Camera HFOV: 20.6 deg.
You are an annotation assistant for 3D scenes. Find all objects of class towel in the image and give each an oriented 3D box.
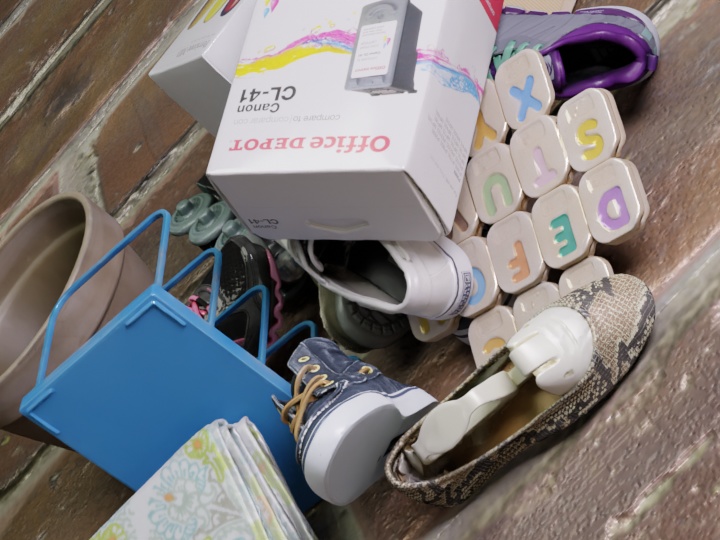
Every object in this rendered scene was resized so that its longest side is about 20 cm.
[{"bbox_3d":[-0.107,0.217,1.296,0.200,0.048,0.171,-44,55,19],"label":"towel"}]

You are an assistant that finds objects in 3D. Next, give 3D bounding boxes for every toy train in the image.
[{"bbox_3d":[-0.079,-0.043,1.594,0.114,0.085,0.200,-48,26,-10],"label":"toy train"}]

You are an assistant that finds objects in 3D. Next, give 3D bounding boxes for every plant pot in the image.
[{"bbox_3d":[-0.214,0.067,1.571,0.200,0.173,0.200,-37,31,27],"label":"plant pot"}]

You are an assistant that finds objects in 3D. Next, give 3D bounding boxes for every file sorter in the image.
[{"bbox_3d":[-0.108,0.076,1.374,0.139,0.200,0.123,-39,27,26],"label":"file sorter"}]

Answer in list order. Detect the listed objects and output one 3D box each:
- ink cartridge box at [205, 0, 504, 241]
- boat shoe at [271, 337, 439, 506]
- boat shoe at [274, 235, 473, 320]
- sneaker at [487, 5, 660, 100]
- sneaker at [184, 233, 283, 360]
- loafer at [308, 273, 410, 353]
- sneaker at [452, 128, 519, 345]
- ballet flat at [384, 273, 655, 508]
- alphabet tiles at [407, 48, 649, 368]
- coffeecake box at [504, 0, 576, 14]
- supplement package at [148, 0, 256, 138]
[{"bbox_3d":[0.000,-0.126,1.281,0.147,0.086,0.201,0,59,26],"label":"ink cartridge box"},{"bbox_3d":[-0.022,0.090,1.226,0.071,0.091,0.200,-64,-14,7],"label":"boat shoe"},{"bbox_3d":[-0.015,-0.020,1.317,0.200,0.066,0.072,36,115,38],"label":"boat shoe"},{"bbox_3d":[0.100,-0.143,1.319,0.199,0.075,0.088,-7,12,8],"label":"sneaker"},{"bbox_3d":[-0.128,0.063,1.476,0.079,0.095,0.201,36,107,51],"label":"sneaker"},{"bbox_3d":[0.000,0.000,1.437,0.070,0.075,0.200,-45,19,29],"label":"loafer"},{"bbox_3d":[0.067,-0.040,1.361,0.078,0.079,0.200,-34,35,32],"label":"sneaker"},{"bbox_3d":[0.091,0.075,1.191,0.200,0.075,0.068,-43,62,20],"label":"ballet flat"},{"bbox_3d":[0.095,-0.034,1.271,0.200,0.015,0.196,-30,66,38],"label":"alphabet tiles"},{"bbox_3d":[0.071,-0.191,1.530,0.200,0.073,0.154,-11,50,53],"label":"coffeecake box"},{"bbox_3d":[-0.044,-0.190,1.473,0.200,0.109,0.114,-55,20,-19],"label":"supplement package"}]
